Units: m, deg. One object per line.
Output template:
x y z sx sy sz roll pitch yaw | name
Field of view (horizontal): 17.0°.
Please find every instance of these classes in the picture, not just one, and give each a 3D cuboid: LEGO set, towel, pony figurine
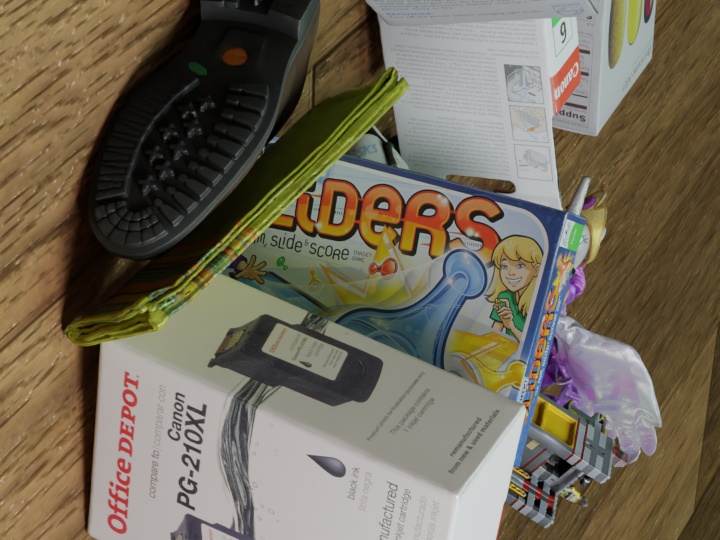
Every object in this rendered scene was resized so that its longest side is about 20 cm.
0.073 0.092 1.366 0.200 0.116 0.154 -48 -162 30 | LEGO set
-0.061 -0.032 1.185 0.200 0.086 0.018 -45 109 -31 | towel
0.113 0.051 1.674 0.200 0.167 0.193 -32 128 -39 | pony figurine

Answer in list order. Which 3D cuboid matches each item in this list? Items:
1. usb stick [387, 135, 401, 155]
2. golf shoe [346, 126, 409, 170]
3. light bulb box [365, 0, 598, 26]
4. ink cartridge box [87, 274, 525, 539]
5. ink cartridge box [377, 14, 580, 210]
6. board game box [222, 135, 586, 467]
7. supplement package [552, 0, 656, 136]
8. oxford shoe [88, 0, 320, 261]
0.000 0.000 1.460 0.055 0.033 0.200 50 51 -30 | usb stick
0.005 -0.023 1.340 0.200 0.078 0.097 -118 -168 -60 | golf shoe
0.044 -0.248 1.215 0.200 0.125 0.198 37 53 -68 | light bulb box
-0.032 0.101 1.207 0.084 0.200 0.145 -48 154 -46 | ink cartridge box
0.070 -0.135 1.414 0.050 0.109 0.200 -53 142 -48 | ink cartridge box
0.005 0.011 1.255 0.034 0.200 0.135 13 91 -68 | board game box
0.126 -0.206 1.540 0.114 0.110 0.200 -52 150 -46 | supplement package
-0.069 -0.072 1.194 0.200 0.073 0.084 -58 162 -31 | oxford shoe
